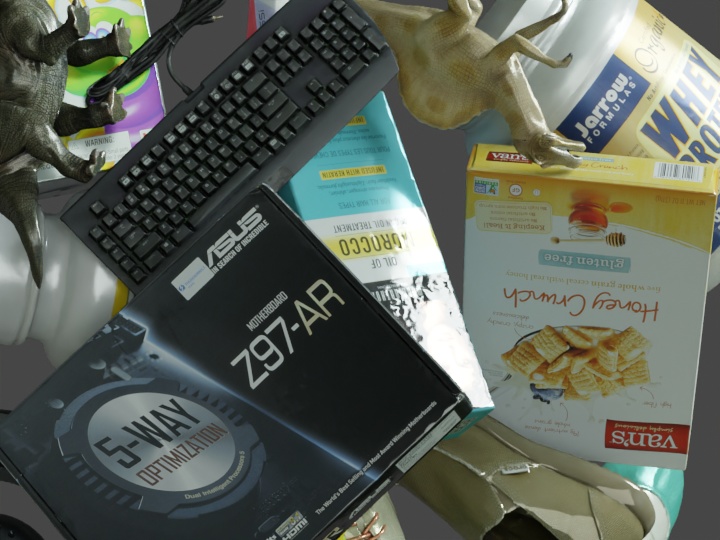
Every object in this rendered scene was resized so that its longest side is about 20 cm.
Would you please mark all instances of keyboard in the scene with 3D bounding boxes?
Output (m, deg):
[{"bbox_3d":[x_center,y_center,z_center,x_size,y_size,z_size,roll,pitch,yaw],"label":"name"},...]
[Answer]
[{"bbox_3d":[-0.086,-0.090,0.971,0.200,0.021,0.127,-44,76,-8],"label":"keyboard"}]

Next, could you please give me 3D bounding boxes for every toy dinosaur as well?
[{"bbox_3d":[-0.182,-0.093,0.949,0.102,0.077,0.200,-1,98,21],"label":"toy dinosaur"},{"bbox_3d":[0.049,-0.134,0.998,0.200,0.058,0.101,35,105,18],"label":"toy dinosaur"}]

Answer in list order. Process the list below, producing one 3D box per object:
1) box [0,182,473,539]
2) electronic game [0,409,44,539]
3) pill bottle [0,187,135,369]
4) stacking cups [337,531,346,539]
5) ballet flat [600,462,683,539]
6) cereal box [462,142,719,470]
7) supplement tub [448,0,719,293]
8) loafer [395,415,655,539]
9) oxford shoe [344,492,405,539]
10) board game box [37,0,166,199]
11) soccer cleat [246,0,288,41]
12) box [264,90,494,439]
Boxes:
[{"bbox_3d":[-0.067,0.079,0.913,0.200,0.044,0.160,-42,73,-2],"label":"box"},{"bbox_3d":[-0.209,0.177,1.009,0.200,0.042,0.200,2,97,13],"label":"electronic game"},{"bbox_3d":[-0.121,0.012,1.027,0.200,0.111,0.112,9,85,-19],"label":"pill bottle"},{"bbox_3d":[-0.044,0.191,1.014,0.060,0.200,0.061,5,46,-5],"label":"stacking cups"},{"bbox_3d":[0.145,0.188,1.109,0.200,0.070,0.067,-46,99,-12],"label":"ballet flat"},{"bbox_3d":[0.133,0.025,1.055,0.144,0.040,0.200,5,122,10],"label":"cereal box"},{"bbox_3d":[0.155,-0.088,1.090,0.200,0.144,0.145,37,80,-9],"label":"supplement tub"},{"bbox_3d":[0.075,0.132,1.062,0.200,0.076,0.068,17,56,16],"label":"loafer"},{"bbox_3d":[-0.008,0.132,1.027,0.071,0.074,0.200,-34,130,-14],"label":"oxford shoe"},{"bbox_3d":[-0.182,-0.148,1.035,0.103,0.105,0.200,-11,89,-13],"label":"board game box"},{"bbox_3d":[-0.035,-0.116,1.094,0.073,0.068,0.200,-12,89,3],"label":"soccer cleat"},{"bbox_3d":[0.000,0.000,0.989,0.082,0.049,0.200,-8,69,-30],"label":"box"}]
